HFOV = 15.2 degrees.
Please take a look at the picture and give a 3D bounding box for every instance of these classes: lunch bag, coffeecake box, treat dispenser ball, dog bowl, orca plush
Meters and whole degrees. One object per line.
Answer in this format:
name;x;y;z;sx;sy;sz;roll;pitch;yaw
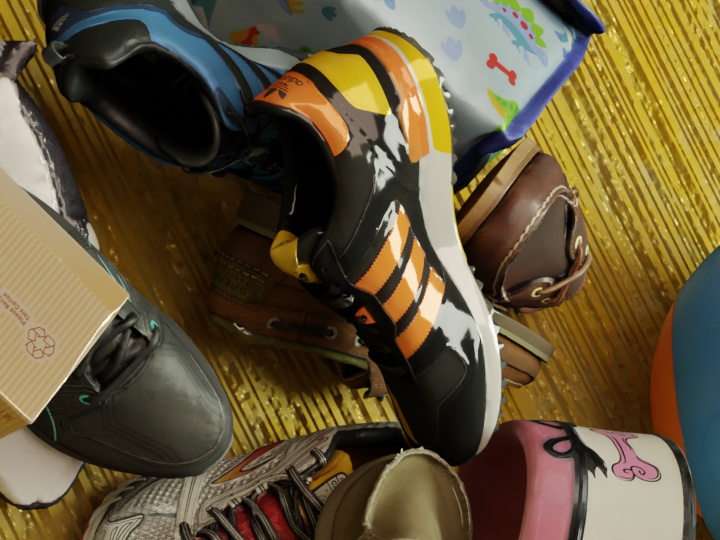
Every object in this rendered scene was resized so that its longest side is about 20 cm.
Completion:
lunch bag;0.024;-0.136;1.326;0.170;0.127;0.200;46;36;-4
coffeecake box;-0.208;0.008;1.050;0.154;0.200;0.073;45;54;-13
treat dispenser ball;0.247;0.063;1.358;0.201;0.201;0.201;13;66;-32
dog bowl;0.070;0.156;1.208;0.074;0.200;0.200;23;60;-12
orca plush;-0.160;0.001;1.178;0.105;0.071;0.200;-23;99;-15

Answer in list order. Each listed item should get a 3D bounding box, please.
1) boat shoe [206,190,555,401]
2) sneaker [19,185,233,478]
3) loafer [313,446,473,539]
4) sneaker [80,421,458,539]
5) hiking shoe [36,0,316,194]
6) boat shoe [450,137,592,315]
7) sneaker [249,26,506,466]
boat shoe;0.006;0.026;1.292;0.200;0.072;0.068;24;90;-35
sneaker;-0.130;0.021;1.110;0.200;0.079;0.075;40;79;-17
loafer;0.017;0.136;1.118;0.076;0.067;0.200;56;28;-17
sneaker;-0.040;0.108;1.210;0.200;0.082;0.078;-22;87;-38
hiking shoe;-0.060;-0.064;1.199;0.200;0.074;0.087;27;35;-22
boat shoe;0.079;-0.015;1.277;0.070;0.200;0.070;41;92;3
sneaker;0.000;0.000;1.175;0.090;0.070;0.200;-21;110;-31
